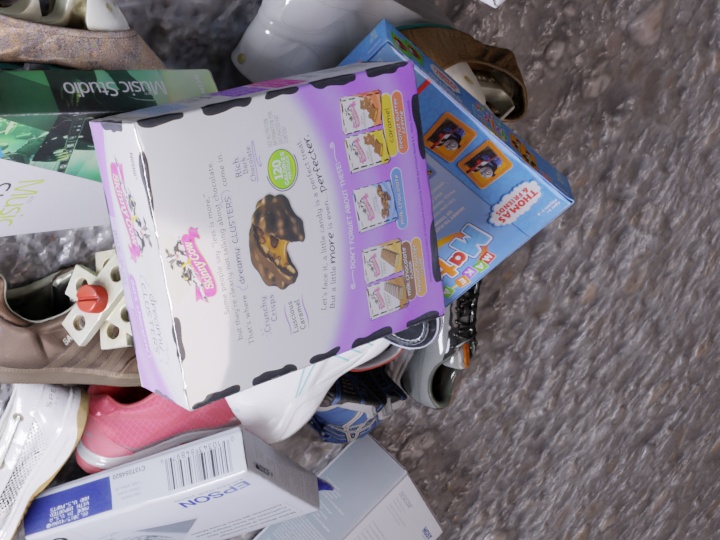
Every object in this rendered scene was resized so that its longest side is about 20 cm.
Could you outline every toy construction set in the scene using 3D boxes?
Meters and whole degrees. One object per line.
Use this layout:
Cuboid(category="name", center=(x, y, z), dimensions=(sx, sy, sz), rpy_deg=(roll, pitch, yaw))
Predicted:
Cuboid(category="toy construction set", center=(-0.128, -0.014, 0.804), dimensions=(0.130, 0.093, 0.200), rpy_deg=(-32, 178, 19))

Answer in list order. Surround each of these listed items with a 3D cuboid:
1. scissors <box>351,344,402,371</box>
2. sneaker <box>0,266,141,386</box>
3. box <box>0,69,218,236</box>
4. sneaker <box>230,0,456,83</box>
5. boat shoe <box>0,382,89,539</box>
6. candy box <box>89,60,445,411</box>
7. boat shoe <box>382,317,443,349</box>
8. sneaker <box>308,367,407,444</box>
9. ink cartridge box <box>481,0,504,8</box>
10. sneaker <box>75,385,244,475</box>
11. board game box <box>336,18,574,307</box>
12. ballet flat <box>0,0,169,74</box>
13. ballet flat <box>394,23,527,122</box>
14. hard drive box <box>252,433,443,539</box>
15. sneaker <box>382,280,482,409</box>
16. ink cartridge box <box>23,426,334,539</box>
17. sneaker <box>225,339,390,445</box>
Cuboid(category="scissors", center=(-0.037, 0.073, 0.993), dimensions=(0.198, 0.014, 0.074), rpy_deg=(-18, 135, -32))
Cuboid(category="sneaker", center=(-0.192, 0.037, 0.850), dimensions=(0.198, 0.070, 0.077), rpy_deg=(-2, 120, -46))
Cuboid(category="box", center=(-0.200, -0.071, 0.729), dimensions=(0.198, 0.037, 0.144), rpy_deg=(-11, 159, -41))
Cuboid(category="sneaker", center=(-0.015, -0.172, 0.881), dimensions=(0.198, 0.074, 0.116), rpy_deg=(2, 133, -52))
Cuboid(category="boat shoe", center=(-0.278, 0.156, 0.866), dimensions=(0.069, 0.071, 0.201), rpy_deg=(28, 107, -26))
Cuboid(category="candy box", center=(-0.051, -0.029, 0.723), dimensions=(0.198, 0.071, 0.171), rpy_deg=(-18, 107, -32))
Cuboid(category="boat shoe", center=(0.000, 0.000, 0.849), dimensions=(0.071, 0.068, 0.201), rpy_deg=(-26, 124, 15))
Cuboid(category="sneaker", center=(-0.018, 0.127, 1.077), dimensions=(0.077, 0.076, 0.200), rpy_deg=(-48, 157, 7))
Cuboid(category="ink cartridge box", center=(0.059, -0.297, 0.738), dimensions=(0.146, 0.200, 0.147), rpy_deg=(-38, 141, -16))
Cuboid(category="sneaker", center=(-0.139, 0.099, 0.951), dimensions=(0.198, 0.074, 0.088), rpy_deg=(-23, 133, -33))
Cuboid(category="board game box", center=(0.038, -0.068, 0.865), dimensions=(0.199, 0.037, 0.151), rpy_deg=(36, 119, -26))
Cuboid(category="ballet flat", center=(-0.194, -0.151, 0.705), dimensions=(0.198, 0.068, 0.068), rpy_deg=(-2, 112, -47))
Cuboid(category="ballet flat", center=(0.078, -0.141, 0.895), dimensions=(0.068, 0.073, 0.199), rpy_deg=(-41, 162, 25))
Cuboid(category="hard drive box", center=(-0.021, 0.292, 1.224), dimensions=(0.200, 0.077, 0.157), rpy_deg=(-43, 142, -12))
Cuboid(category="sneaker", center=(0.092, 0.044, 1.143), dimensions=(0.073, 0.079, 0.203), rpy_deg=(-3, 120, -42))
Cuboid(category="ink cartridge box", center=(-0.139, 0.198, 0.953), dimensions=(0.197, 0.041, 0.200), rpy_deg=(-19, 153, 14))
Cuboid(category="sneaker", center=(-0.031, 0.046, 0.931), dimensions=(0.200, 0.070, 0.081), rpy_deg=(-44, 117, -19))
